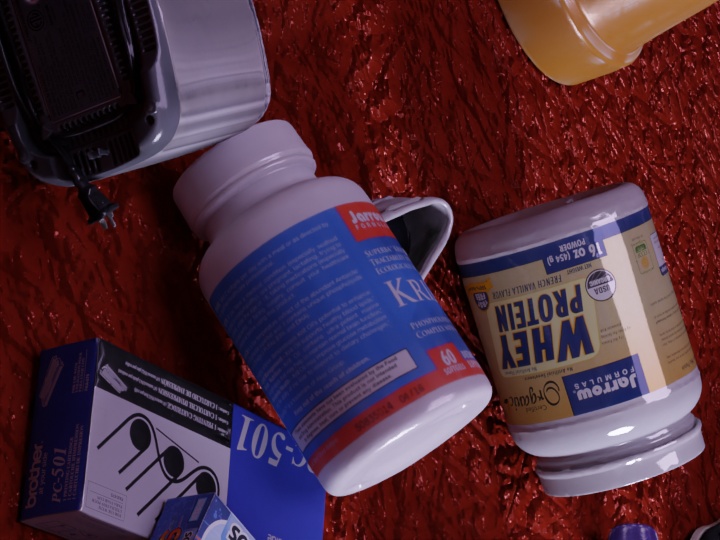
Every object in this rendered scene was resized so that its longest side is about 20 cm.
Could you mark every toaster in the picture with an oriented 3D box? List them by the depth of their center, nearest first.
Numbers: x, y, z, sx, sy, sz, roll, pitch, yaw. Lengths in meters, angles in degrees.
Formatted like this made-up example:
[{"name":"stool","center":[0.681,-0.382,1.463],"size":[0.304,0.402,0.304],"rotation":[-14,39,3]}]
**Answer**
[{"name":"toaster","center":[-0.125,-0.128,0.982],"size":[0.129,0.114,0.200],"rotation":[-19,91,-61]}]

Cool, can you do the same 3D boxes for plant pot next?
[{"name":"plant pot","center":[0.229,-0.275,1.533],"size":[0.200,0.183,0.200],"rotation":[30,53,-49]}]

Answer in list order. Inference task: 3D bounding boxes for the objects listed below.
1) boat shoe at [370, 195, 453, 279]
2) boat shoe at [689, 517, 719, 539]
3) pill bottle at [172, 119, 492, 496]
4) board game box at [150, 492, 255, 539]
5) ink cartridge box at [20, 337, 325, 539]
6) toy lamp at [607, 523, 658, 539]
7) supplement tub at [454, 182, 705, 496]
[{"name":"boat shoe","center":[0.000,0.000,1.166],"size":[0.074,0.065,0.200],"rotation":[63,34,-19]},{"name":"boat shoe","center":[0.330,0.247,1.579],"size":[0.200,0.068,0.072],"rotation":[-23,98,-57]},{"name":"pill bottle","center":[-0.022,0.017,1.043],"size":[0.200,0.112,0.112],"rotation":[57,29,14]},{"name":"board game box","center":[-0.055,0.229,0.937],"size":[0.200,0.034,0.135],"rotation":[54,39,-31]},{"name":"ink cartridge box","center":[-0.094,0.114,0.990],"size":[0.200,0.044,0.094],"rotation":[33,52,-48]},{"name":"toy lamp","center":[0.205,0.289,1.375],"size":[0.058,0.058,0.200],"rotation":[35,50,-46]},{"name":"supplement tub","center":[0.162,0.049,1.324],"size":[0.144,0.144,0.200],"rotation":[-22,96,-58]}]
